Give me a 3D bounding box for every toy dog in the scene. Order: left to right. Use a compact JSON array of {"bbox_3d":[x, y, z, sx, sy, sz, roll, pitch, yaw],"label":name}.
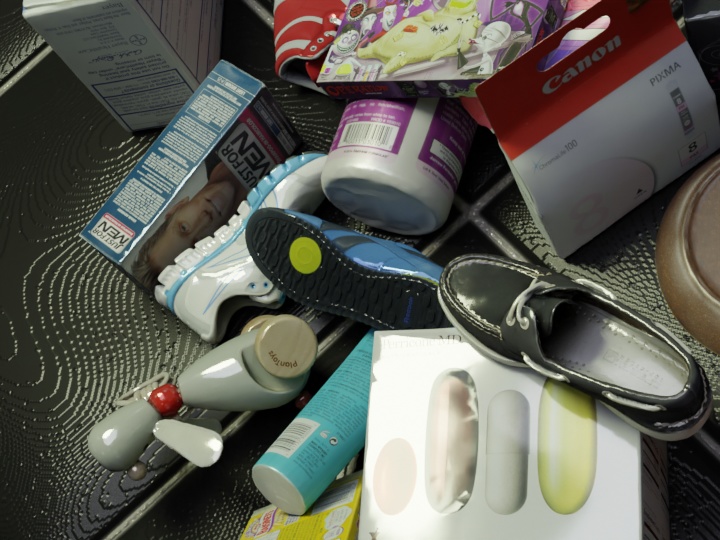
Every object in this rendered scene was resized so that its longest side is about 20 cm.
[{"bbox_3d":[-0.108,0.113,1.006,0.199,0.132,0.097,-30,96,11],"label":"toy dog"}]

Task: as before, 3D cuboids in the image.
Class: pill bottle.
[{"bbox_3d":[0.047,-0.141,1.057,0.112,0.112,0.201,10,69,26],"label":"pill bottle"}]

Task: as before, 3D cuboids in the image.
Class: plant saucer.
[{"bbox_3d":[0.320,-0.023,0.935,0.199,0.035,0.201,-9,63,18],"label":"plant saucer"}]

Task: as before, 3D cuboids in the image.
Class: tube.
[{"bbox_3d":[-0.004,0.102,0.970,0.077,0.051,0.200,26,53,25],"label":"tube"}]

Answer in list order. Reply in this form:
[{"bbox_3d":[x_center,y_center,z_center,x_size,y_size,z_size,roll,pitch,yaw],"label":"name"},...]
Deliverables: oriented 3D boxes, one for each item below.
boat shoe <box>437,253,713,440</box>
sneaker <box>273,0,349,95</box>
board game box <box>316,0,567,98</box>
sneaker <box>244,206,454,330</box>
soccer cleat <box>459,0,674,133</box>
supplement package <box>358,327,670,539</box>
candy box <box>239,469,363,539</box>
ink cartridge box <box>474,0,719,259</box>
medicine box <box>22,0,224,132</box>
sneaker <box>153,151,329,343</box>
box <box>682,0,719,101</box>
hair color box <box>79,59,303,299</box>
[{"bbox_3d":[0.129,0.038,0.788,0.200,0.060,0.074,34,80,29],"label":"boat shoe"},{"bbox_3d":[0.009,-0.225,1.138,0.199,0.071,0.113,-12,57,25],"label":"sneaker"},{"bbox_3d":[0.065,-0.192,0.979,0.199,0.032,0.121,5,63,40],"label":"board game box"},{"bbox_3d":[0.000,0.000,1.022,0.199,0.078,0.066,23,111,18],"label":"sneaker"},{"bbox_3d":[0.154,-0.185,0.957,0.200,0.067,0.077,-36,87,30],"label":"soccer cleat"},{"bbox_3d":[0.111,0.154,0.862,0.190,0.147,0.201,-5,64,19],"label":"supplement package"},{"bbox_3d":[-0.046,0.200,0.889,0.102,0.200,0.027,-25,97,10],"label":"candy box"},{"bbox_3d":[0.184,-0.111,0.933,0.162,0.200,0.057,-35,61,2],"label":"ink cartridge box"},{"bbox_3d":[-0.211,-0.261,1.167,0.102,0.200,0.183,-7,62,16],"label":"medicine box"},{"bbox_3d":[-0.079,-0.016,1.078,0.200,0.075,0.087,-45,68,2],"label":"sneaker"},{"bbox_3d":[0.352,-0.216,0.960,0.199,0.132,0.115,-4,66,19],"label":"box"},{"bbox_3d":[-0.146,-0.075,1.108,0.060,0.100,0.200,33,81,30],"label":"hair color box"}]
